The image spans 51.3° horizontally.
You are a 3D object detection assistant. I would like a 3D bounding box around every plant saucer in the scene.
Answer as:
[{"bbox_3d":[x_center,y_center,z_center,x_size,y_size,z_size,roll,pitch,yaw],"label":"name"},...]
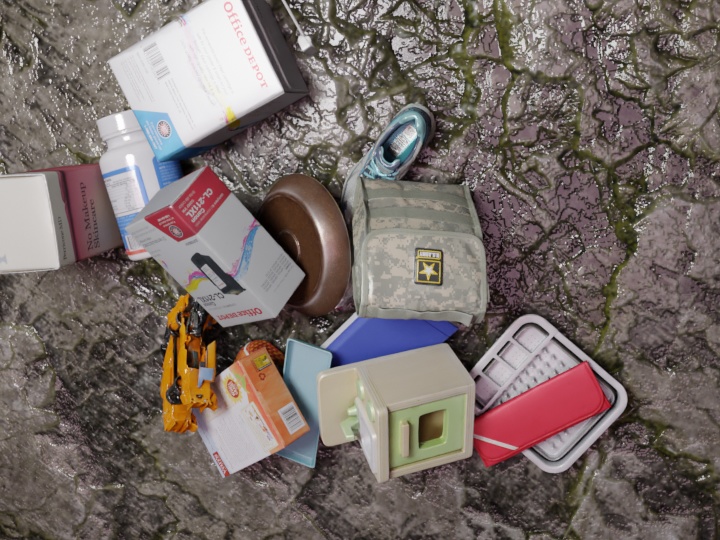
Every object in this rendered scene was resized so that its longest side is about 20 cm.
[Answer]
[{"bbox_3d":[-0.091,-0.032,1.045,0.199,0.034,0.204,15,111,45],"label":"plant saucer"},{"bbox_3d":[-0.082,0.191,1.080,0.069,0.019,0.203,17,115,15],"label":"plant saucer"}]

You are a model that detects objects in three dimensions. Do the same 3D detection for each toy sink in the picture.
[{"bbox_3d":[0.049,0.201,1.035,0.197,0.112,0.132,-10,120,-14],"label":"toy sink"}]

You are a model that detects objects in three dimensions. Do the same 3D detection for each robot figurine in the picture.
[{"bbox_3d":[-0.250,0.125,1.096,0.058,0.202,0.145,17,138,-30],"label":"robot figurine"}]

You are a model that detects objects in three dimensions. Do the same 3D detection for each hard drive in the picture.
[{"bbox_3d":[0.026,0.111,1.076,0.131,0.026,0.200,33,115,-28],"label":"hard drive"}]

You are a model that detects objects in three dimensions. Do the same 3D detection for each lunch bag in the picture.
[{"bbox_3d":[0.071,-0.019,0.962,0.161,0.202,0.119,3,134,-9],"label":"lunch bag"}]

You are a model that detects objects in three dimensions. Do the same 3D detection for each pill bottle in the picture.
[{"bbox_3d":[-0.309,-0.125,1.081,0.110,0.112,0.203,-12,99,12],"label":"pill bottle"}]

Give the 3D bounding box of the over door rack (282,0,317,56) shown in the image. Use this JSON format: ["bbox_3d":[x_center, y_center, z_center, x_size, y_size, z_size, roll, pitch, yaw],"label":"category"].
[{"bbox_3d":[-0.050,-0.397,0.993,0.147,0.066,0.202,-31,75,14],"label":"over door rack"}]

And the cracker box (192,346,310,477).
[{"bbox_3d":[-0.172,0.211,1.098,0.199,0.057,0.135,-35,83,46],"label":"cracker box"}]

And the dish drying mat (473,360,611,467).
[{"bbox_3d":[0.247,0.206,1.058,0.198,0.018,0.077,-30,95,14],"label":"dish drying mat"}]

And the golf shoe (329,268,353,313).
[{"bbox_3d":[0.000,0.000,1.075,0.197,0.075,0.093,-17,94,11],"label":"golf shoe"}]

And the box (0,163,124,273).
[{"bbox_3d":[-0.428,-0.080,1.065,0.107,0.200,0.130,-3,102,11],"label":"box"}]

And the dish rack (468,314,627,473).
[{"bbox_3d":[0.260,0.174,1.080,0.199,0.044,0.172,39,104,0],"label":"dish rack"}]

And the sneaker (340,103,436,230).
[{"bbox_3d":[0.027,-0.141,1.032,0.077,0.086,0.202,32,105,2],"label":"sneaker"}]

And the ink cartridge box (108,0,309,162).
[{"bbox_3d":[-0.197,-0.261,1.015,0.198,0.146,0.148,-25,96,14],"label":"ink cartridge box"}]

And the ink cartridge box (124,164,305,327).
[{"bbox_3d":[-0.191,-0.024,0.998,0.145,0.083,0.200,-13,125,49],"label":"ink cartridge box"}]

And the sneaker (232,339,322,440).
[{"bbox_3d":[-0.109,0.188,1.145,0.200,0.073,0.077,44,130,0],"label":"sneaker"}]
